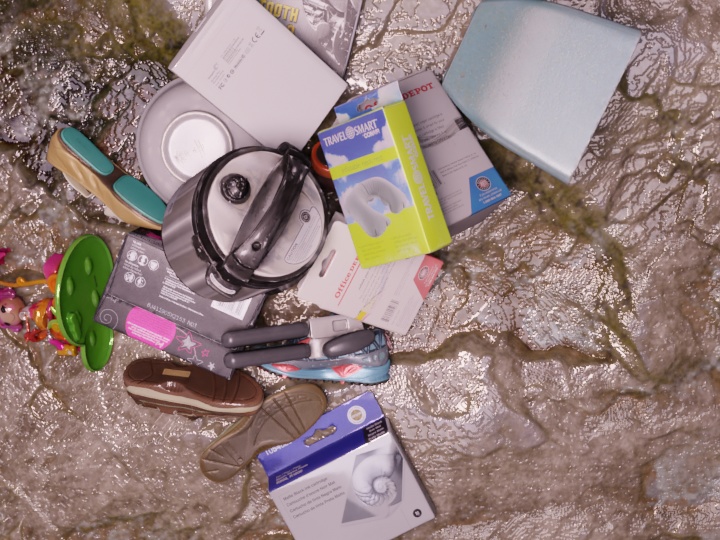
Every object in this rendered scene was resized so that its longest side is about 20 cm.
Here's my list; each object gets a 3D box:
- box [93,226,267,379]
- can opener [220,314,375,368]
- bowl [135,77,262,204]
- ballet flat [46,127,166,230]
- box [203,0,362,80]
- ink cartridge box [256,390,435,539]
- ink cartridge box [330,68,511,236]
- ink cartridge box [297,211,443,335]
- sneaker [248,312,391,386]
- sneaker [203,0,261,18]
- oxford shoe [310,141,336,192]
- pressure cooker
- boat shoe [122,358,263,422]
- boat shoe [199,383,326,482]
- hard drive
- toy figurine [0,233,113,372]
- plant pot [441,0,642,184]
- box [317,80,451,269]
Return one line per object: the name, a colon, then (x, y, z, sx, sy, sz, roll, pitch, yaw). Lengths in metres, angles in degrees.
box: (-0.235, 0.038, 1.459, 0.199, 0.115, 0.133, 24, 98, -3)
can opener: (-0.078, 0.092, 1.402, 0.199, 0.067, 0.054, -6, 89, -25)
bowl: (-0.210, -0.165, 1.440, 0.199, 0.090, 0.203, 0, 98, 2)
ballet flat: (-0.344, -0.113, 1.475, 0.200, 0.069, 0.063, 42, 121, 0)
box: (-0.101, -0.344, 1.429, 0.198, 0.048, 0.160, 15, 99, 0)
ink cartridge box: (-0.023, 0.302, 1.527, 0.199, 0.041, 0.201, -28, 96, 6)
ink cartridge box: (0.074, -0.138, 1.381, 0.144, 0.084, 0.201, -25, 79, -30)
ink cartridge box: (0.000, 0.000, 1.414, 0.199, 0.067, 0.117, 21, 101, -41)
sneaker: (-0.056, 0.104, 1.491, 0.198, 0.079, 0.096, 5, 89, -7)
sneaker: (-0.164, -0.298, 1.389, 0.070, 0.073, 0.202, 6, 104, 30)
oxford shoe: (0.026, -0.130, 1.457, 0.198, 0.073, 0.072, 8, 58, -10)
pressure cooker: (-0.137, -0.055, 1.306, 0.178, 0.200, 0.177, -11, 85, -30)
boat shoe: (-0.227, 0.173, 1.497, 0.201, 0.075, 0.075, 11, 132, 15)
boat shoe: (-0.137, 0.221, 1.516, 0.200, 0.063, 0.073, -38, 100, 2)
hard drive: (-0.125, -0.243, 1.353, 0.200, 0.027, 0.132, 38, 87, -31)
toy figurine: (-0.449, 0.040, 1.482, 0.183, 0.150, 0.201, 5, 124, 15)
plant pot: (0.216, -0.241, 1.368, 0.199, 0.196, 0.197, 26, 99, 7)
box: (0.024, -0.111, 1.293, 0.121, 0.048, 0.201, -14, 97, 46)
